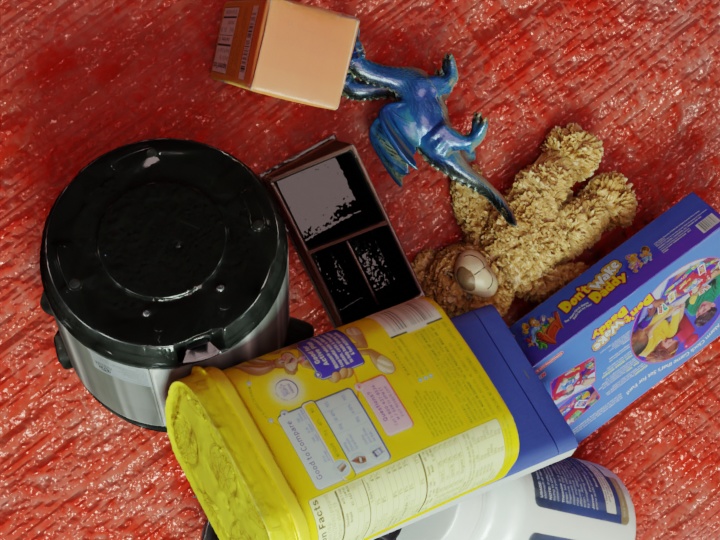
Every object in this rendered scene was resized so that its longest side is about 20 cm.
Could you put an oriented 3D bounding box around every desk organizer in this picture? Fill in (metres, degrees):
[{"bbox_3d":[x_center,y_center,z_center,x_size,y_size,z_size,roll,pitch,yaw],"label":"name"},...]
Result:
[{"bbox_3d":[0.000,0.000,1.119,0.071,0.077,0.201,-28,103,-8],"label":"desk organizer"}]

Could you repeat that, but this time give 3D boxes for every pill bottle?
[{"bbox_3d":[0.118,0.193,1.123,0.199,0.111,0.112,18,94,-40],"label":"pill bottle"}]

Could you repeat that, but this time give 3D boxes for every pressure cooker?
[{"bbox_3d":[-0.138,0.021,1.031,0.178,0.200,0.176,-29,68,-15],"label":"pressure cooker"}]

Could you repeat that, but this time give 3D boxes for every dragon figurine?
[{"bbox_3d":[0.042,-0.105,1.106,0.099,0.059,0.201,-23,84,-15],"label":"dragon figurine"}]

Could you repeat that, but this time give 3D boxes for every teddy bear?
[{"bbox_3d":[0.135,-0.031,1.153,0.198,0.067,0.146,-22,100,-10],"label":"teddy bear"}]

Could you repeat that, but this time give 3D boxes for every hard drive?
[{"bbox_3d":[0.045,0.109,1.039,0.199,0.025,0.133,-18,63,-26],"label":"hard drive"}]

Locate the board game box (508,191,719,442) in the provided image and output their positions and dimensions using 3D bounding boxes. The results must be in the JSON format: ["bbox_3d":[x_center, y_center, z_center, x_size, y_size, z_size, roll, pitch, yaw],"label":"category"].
[{"bbox_3d":[0.217,0.046,1.160,0.199,0.045,0.135,-36,139,-7],"label":"board game box"}]

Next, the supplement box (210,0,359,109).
[{"bbox_3d":[-0.059,-0.158,1.018,0.066,0.200,0.069,11,99,-15],"label":"supplement box"}]

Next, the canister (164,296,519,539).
[{"bbox_3d":[-0.010,0.110,0.953,0.199,0.087,0.149,-19,63,-28],"label":"canister"}]

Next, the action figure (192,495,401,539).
[{"bbox_3d":[-0.060,0.183,1.089,0.069,0.199,0.131,14,89,-53],"label":"action figure"}]
